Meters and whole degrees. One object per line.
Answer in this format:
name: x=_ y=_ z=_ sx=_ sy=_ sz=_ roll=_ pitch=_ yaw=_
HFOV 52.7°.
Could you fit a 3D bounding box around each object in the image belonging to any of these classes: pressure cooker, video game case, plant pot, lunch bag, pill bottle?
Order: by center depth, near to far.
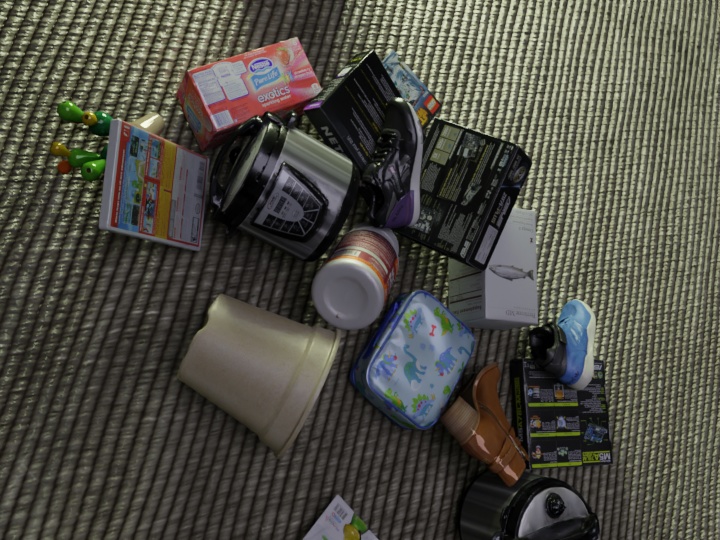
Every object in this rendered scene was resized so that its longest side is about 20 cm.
video game case: x=-0.283 y=-0.112 z=1.021 sx=0.200 sy=0.017 sz=0.145 roll=17 pitch=77 yaw=-66
plant pot: x=-0.152 y=0.133 z=1.036 sx=0.182 sy=0.200 sz=0.202 roll=28 pitch=69 yaw=-6
pressure cooker: x=-0.123 y=-0.125 z=1.089 sx=0.198 sy=0.178 sz=0.178 roll=28 pitch=59 yaw=-19
pill bottle: x=0.000 y=0.000 z=1.117 sx=0.110 sy=0.109 sz=0.200 roll=49 pitch=25 yaw=-10
pressure cooker: x=0.270 y=0.414 z=1.163 sx=0.179 sy=0.199 sz=0.177 roll=44 pitch=66 yaw=-16
lunch bag: x=0.086 y=0.143 z=1.196 sx=0.160 sy=0.082 sz=0.201 roll=39 pitch=66 yaw=-15

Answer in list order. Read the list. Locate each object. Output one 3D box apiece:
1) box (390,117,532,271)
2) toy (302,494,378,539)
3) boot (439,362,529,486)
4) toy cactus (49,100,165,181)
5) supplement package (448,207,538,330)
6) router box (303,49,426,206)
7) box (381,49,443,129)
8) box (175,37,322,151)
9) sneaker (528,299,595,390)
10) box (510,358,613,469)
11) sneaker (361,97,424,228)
box: x=0.163 y=-0.125 z=1.199 sx=0.086 sy=0.162 sz=0.202 roll=20 pitch=94 yaw=-59
toy: x=-0.064 y=0.451 z=1.082 sx=0.115 sy=0.047 sz=0.200 roll=49 pitch=60 yaw=-6
boot: x=0.227 y=0.249 z=1.202 sx=0.155 sy=0.077 sz=0.200 roll=44 pitch=30 yaw=7
toy cactus: x=-0.344 y=-0.169 z=1.054 sx=0.200 sy=0.102 sz=0.166 roll=44 pitch=46 yaw=-10
supplement package: x=0.231 y=-0.004 z=1.276 sx=0.115 sy=0.117 sz=0.203 roll=7 pitch=77 yaw=-26
router box: x=0.017 y=-0.229 z=1.182 sx=0.150 sy=0.051 sz=0.201 roll=-50 pitch=120 yaw=-25
box: x=0.042 y=-0.270 z=1.278 sx=0.137 sy=0.040 sz=0.201 roll=44 pitch=65 yaw=-13
box: x=-0.174 y=-0.278 z=1.143 sx=0.199 sy=0.094 sz=0.104 roll=-28 pitch=93 yaw=-28
sneaker: x=0.361 y=0.111 z=1.319 sx=0.110 sy=0.077 sz=0.201 roll=29 pitch=46 yaw=-13
box: x=0.369 y=0.260 z=1.333 sx=0.197 sy=0.047 sz=0.196 roll=4 pitch=80 yaw=-26
sneaker: x=0.046 y=-0.166 z=1.133 sx=0.087 sy=0.075 sz=0.203 roll=-8 pitch=100 yaw=-31
